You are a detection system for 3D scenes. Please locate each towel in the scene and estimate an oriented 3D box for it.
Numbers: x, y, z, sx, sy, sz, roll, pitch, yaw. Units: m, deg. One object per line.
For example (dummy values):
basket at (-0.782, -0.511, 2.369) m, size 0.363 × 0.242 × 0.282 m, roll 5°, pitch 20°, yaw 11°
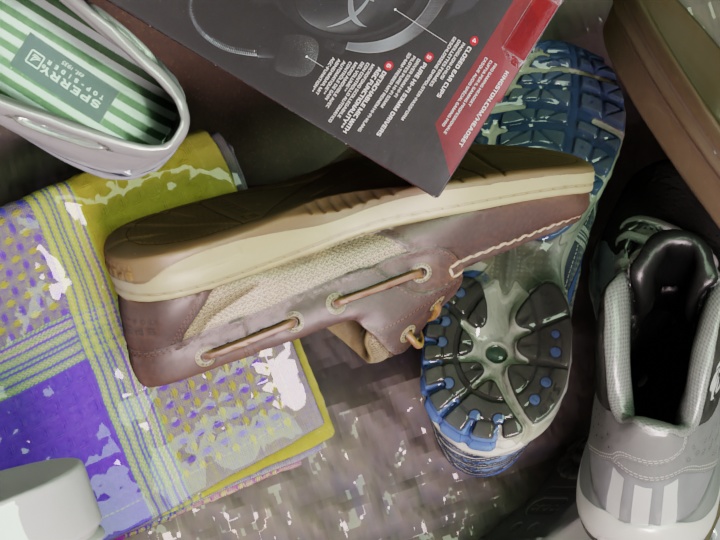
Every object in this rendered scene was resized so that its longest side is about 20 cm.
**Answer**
towel at (-0.113, 0.041, 1.054) m, size 0.199 × 0.023 × 0.144 m, roll -22°, pitch 104°, yaw -25°

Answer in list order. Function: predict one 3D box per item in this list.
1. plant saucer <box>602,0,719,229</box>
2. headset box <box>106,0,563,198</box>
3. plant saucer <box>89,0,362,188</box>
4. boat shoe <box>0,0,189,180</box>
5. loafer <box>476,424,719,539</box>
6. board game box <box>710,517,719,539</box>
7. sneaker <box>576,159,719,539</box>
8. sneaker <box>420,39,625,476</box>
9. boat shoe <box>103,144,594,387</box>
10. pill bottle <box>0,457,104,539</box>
plant saucer at (0.163, -0.043, 1.158) m, size 0.029 × 0.200 × 0.200 m, roll -36°, pitch 100°, yaw 13°
headset box at (-0.004, -0.132, 0.996) m, size 0.199 × 0.077 × 0.149 m, roll 28°, pitch 97°, yaw -33°
plant saucer at (-0.049, -0.115, 1.130) m, size 0.199 × 0.034 × 0.202 m, roll 5°, pitch 78°, yaw -25°
boat shoe at (-0.143, -0.098, 0.948) m, size 0.199 × 0.067 × 0.074 m, roll 25°, pitch 82°, yaw -15°
loafer at (0.110, 0.111, 1.151) m, size 0.200 × 0.075 × 0.070 m, roll -39°, pitch 105°, yaw -18°
board game box at (0.213, 0.169, 1.210) m, size 0.200 × 0.026 × 0.201 m, roll 38°, pitch 66°, yaw -15°
sneaker at (0.128, 0.007, 1.094) m, size 0.075 × 0.116 × 0.201 m, roll 4°, pitch 50°, yaw 5°
sneaker at (0.060, -0.005, 1.144) m, size 0.077 × 0.085 × 0.201 m, roll 13°, pitch 61°, yaw 5°
boat shoe at (0.000, 0.000, 1.062) m, size 0.199 × 0.072 × 0.072 m, roll -15°, pitch 108°, yaw -22°
pill bottle at (-0.110, 0.175, 0.990) m, size 0.111 × 0.111 × 0.201 m, roll -20°, pitch 96°, yaw -28°
